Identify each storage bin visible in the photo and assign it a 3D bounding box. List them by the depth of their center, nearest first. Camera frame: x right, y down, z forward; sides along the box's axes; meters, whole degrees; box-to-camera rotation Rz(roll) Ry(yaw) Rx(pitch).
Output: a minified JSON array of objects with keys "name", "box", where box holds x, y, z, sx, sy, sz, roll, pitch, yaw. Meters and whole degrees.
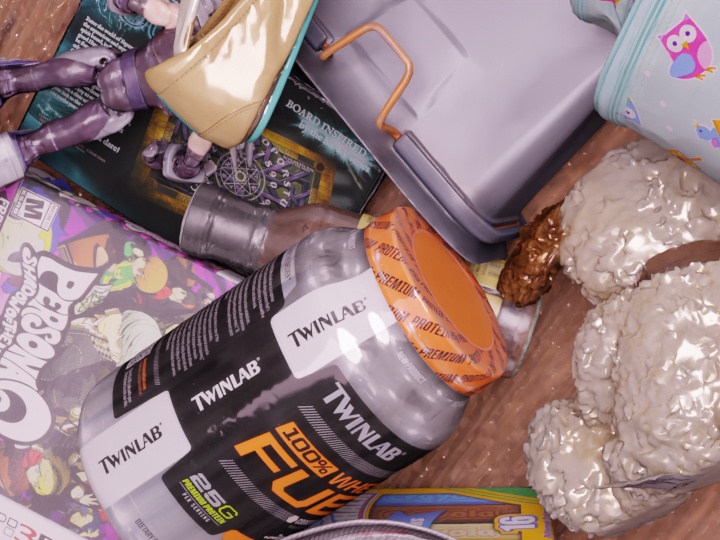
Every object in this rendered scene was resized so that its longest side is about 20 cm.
[{"name":"storage bin","box":[0.050,-0.125,0.771,0.134,0.145,0.200,-42,81,15]}]

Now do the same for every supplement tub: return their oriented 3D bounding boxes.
[{"name":"supplement tub","box":[-0.033,0.061,0.752,0.199,0.122,0.123,-34,84,20]}]

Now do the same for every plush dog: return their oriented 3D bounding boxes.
[{"name":"plush dog","box":[0.156,0.015,0.724,0.198,0.161,0.173,-19,67,4]}]

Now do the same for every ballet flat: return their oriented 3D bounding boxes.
[{"name":"ballet flat","box":[-0.035,-0.156,0.692,0.063,0.069,0.201,29,79,-17]}]

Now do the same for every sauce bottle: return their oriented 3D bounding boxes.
[{"name":"sauce bottle","box":[0.000,0.000,0.824,0.198,0.065,0.065,20,108,4]}]

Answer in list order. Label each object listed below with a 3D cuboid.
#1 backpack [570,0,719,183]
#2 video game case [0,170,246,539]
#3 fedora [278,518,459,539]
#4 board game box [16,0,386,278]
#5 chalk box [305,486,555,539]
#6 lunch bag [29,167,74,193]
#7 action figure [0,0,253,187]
[{"name":"backpack","box":[0.180,-0.132,0.644,0.153,0.200,0.177,32,128,11]},{"name":"video game case","box":[-0.160,0.069,0.865,0.180,0.036,0.201,26,94,7]},{"name":"fedora","box":[-0.006,0.218,0.716,0.199,0.090,0.177,-37,95,12]},{"name":"board game box","box":[-0.088,-0.077,0.868,0.199,0.028,0.136,34,115,0]},{"name":"chalk box","box":[0.009,0.196,0.821,0.198,0.124,0.126,0,101,7]},{"name":"lunch bag","box":[-0.197,0.038,0.946,0.200,0.082,0.161,38,110,13]},{"name":"action figure","box":[-0.137,-0.101,0.819,0.198,0.069,0.131,-13,101,3]}]
